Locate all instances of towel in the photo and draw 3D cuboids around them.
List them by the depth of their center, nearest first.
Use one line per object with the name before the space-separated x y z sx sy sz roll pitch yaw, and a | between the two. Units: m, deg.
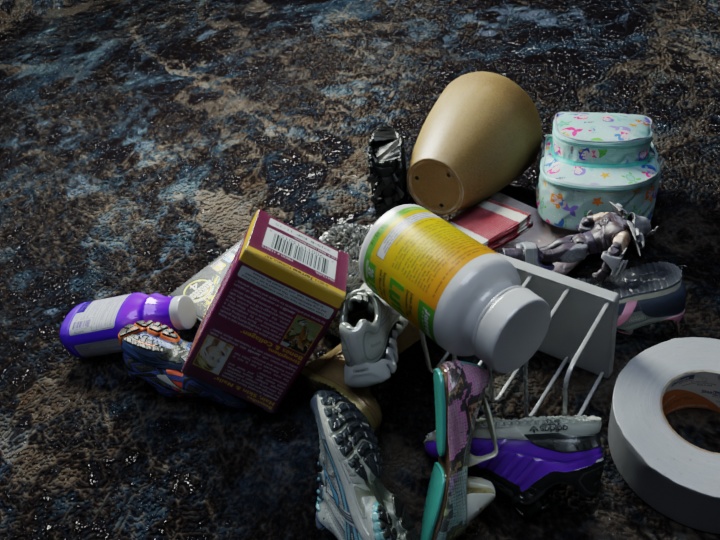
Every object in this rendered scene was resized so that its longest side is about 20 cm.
towel | 0.127 -0.035 0.952 0.198 0.023 0.144 -30 22 -7
towel | 0.210 -0.026 0.993 0.199 0.033 0.190 -36 45 -24

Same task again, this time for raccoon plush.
raccoon plush | 0.000 0.000 0.915 0.200 0.096 0.135 -38 36 40

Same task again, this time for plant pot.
plant pot | 0.155 -0.176 1.040 0.184 0.188 0.200 15 41 28

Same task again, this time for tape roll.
tape roll | 0.366 0.166 0.715 0.197 0.067 0.202 -7 41 6

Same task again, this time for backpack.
backpack | 0.342 -0.140 0.983 0.175 0.152 0.201 7 38 17

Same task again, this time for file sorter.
file sorter | 0.180 0.082 0.803 0.198 0.140 0.125 22 55 33

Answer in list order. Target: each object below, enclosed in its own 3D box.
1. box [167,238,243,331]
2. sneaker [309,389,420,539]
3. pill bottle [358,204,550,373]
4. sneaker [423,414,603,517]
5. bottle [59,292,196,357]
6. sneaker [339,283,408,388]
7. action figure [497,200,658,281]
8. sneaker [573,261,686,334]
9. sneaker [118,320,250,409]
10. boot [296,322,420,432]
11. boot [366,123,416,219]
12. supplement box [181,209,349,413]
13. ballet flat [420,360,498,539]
box | -0.161 0.027 1.016 0.160 0.050 0.200 30 57 34
sneaker | -0.020 0.222 0.700 0.086 0.077 0.202 -34 64 22
pill bottle | 0.096 0.019 0.715 0.110 0.112 0.200 -32 44 -21
sneaker | 0.157 0.208 0.717 0.198 0.069 0.101 -11 80 34
bottle | -0.329 0.073 0.970 0.197 0.066 0.084 -11 38 19
sneaker | 0.013 0.051 0.810 0.074 0.082 0.201 -15 23 13
action figure | 0.277 -0.029 0.867 0.197 0.070 0.130 -16 16 11
sneaker | 0.303 0.053 0.855 0.198 0.083 0.071 -12 33 27
sneaker | -0.228 0.135 0.902 0.198 0.079 0.075 22 31 13
boot | 0.031 0.102 0.851 0.199 0.067 0.174 -34 31 -23
boot | 0.046 -0.152 1.075 0.072 0.164 0.200 -6 41 7
supplement box | -0.114 0.052 0.827 0.130 0.201 0.104 26 28 -14
ballet flat | 0.102 0.192 0.681 0.070 0.203 0.069 4 3 -4
